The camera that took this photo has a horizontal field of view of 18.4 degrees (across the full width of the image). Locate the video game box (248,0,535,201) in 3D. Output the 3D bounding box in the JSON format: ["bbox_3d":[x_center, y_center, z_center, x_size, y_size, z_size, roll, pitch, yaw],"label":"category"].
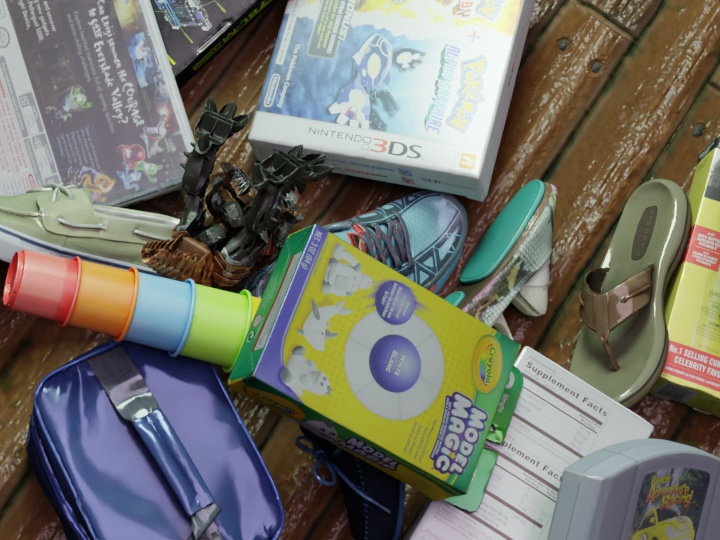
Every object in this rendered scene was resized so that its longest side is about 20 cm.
[{"bbox_3d":[0.028,-0.164,1.662,0.181,0.047,0.201,11,71,12],"label":"video game box"}]

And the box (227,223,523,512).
[{"bbox_3d":[0.021,0.069,1.476,0.199,0.048,0.118,30,67,-22],"label":"box"}]

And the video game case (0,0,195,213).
[{"bbox_3d":[-0.228,-0.133,1.622,0.180,0.023,0.201,-18,84,-2],"label":"video game case"}]

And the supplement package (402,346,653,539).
[{"bbox_3d":[0.103,0.175,1.561,0.109,0.114,0.201,32,71,3],"label":"supplement package"}]

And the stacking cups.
[{"bbox_3d":[-0.138,0.030,1.478,0.198,0.060,0.061,12,71,-15],"label":"stacking cups"}]

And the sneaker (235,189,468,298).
[{"bbox_3d":[0.000,0.000,1.608,0.199,0.096,0.080,-30,81,-16],"label":"sneaker"}]

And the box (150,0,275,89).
[{"bbox_3d":[-0.144,-0.265,1.667,0.193,0.048,0.200,-43,83,1],"label":"box"}]

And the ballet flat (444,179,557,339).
[{"bbox_3d":[0.094,0.027,1.637,0.071,0.069,0.200,43,75,-14],"label":"ballet flat"}]

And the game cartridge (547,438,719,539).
[{"bbox_3d":[0.194,0.183,1.531,0.041,0.199,0.134,12,95,37],"label":"game cartridge"}]

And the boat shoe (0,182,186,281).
[{"bbox_3d":[-0.210,-0.031,1.575,0.199,0.072,0.062,16,97,-28],"label":"boat shoe"}]

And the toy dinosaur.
[{"bbox_3d":[-0.089,-0.032,1.554,0.101,0.200,0.136,22,113,-3],"label":"toy dinosaur"}]

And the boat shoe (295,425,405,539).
[{"bbox_3d":[-0.016,0.101,1.565,0.068,0.084,0.202,-12,99,-21],"label":"boat shoe"}]

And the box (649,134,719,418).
[{"bbox_3d":[0.271,0.004,1.673,0.075,0.050,0.201,20,72,-3],"label":"box"}]

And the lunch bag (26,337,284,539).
[{"bbox_3d":[-0.140,0.146,1.522,0.135,0.132,0.201,-27,78,-15],"label":"lunch bag"}]

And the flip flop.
[{"bbox_3d":[0.192,0.015,1.636,0.058,0.081,0.201,38,61,-39],"label":"flip flop"}]
